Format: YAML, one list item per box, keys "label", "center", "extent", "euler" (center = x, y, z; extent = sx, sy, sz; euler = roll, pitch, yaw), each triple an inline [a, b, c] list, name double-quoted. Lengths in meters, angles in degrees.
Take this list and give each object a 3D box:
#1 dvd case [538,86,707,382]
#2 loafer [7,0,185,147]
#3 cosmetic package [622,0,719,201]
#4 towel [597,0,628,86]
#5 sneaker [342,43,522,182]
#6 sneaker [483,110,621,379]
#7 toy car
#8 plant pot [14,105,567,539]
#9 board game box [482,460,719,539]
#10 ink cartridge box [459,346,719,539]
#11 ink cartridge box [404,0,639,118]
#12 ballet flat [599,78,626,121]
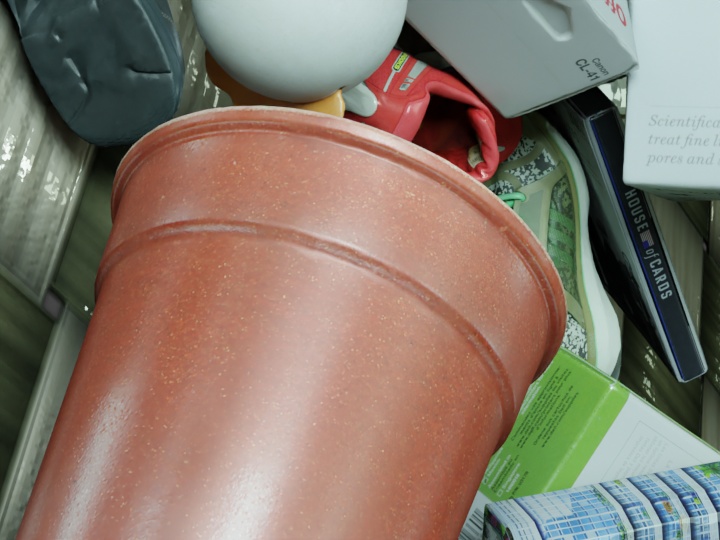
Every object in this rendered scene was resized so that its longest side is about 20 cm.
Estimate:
- label: "dvd case"
  center: [0.154, -0.044, 1.102]
  extent: [0.150, 0.025, 0.201]
  euler: [-117, -177, -59]
- label: "loafer"
  center: [-0.132, -0.152, 0.747]
  extent: [0.072, 0.072, 0.201]
  euler: [-75, 147, -74]
- label: "cosmetic package"
  center: [0.244, -0.121, 0.986]
  extent: [0.200, 0.164, 0.166]
  euler: [0, 92, -72]
- label: "towel"
  center: [0.094, -0.183, 1.064]
  extent: [0.200, 0.035, 0.132]
  euler: [43, 27, 13]
- label: "sneaker"
  center: [0.043, -0.072, 0.941]
  extent: [0.085, 0.077, 0.200]
  euler: [37, 15, 25]
- label: "sneaker"
  center: [0.092, -0.011, 1.045]
  extent: [0.088, 0.077, 0.201]
  euler: [-19, 90, -47]
- label: "toy car"
  center: [-0.034, -0.152, 0.765]
  extent: [0.184, 0.176, 0.201]
  euler: [-5, 118, -54]
- label: "plant pot"
  center: [-0.038, 0.077, 0.682]
  extent: [0.201, 0.200, 0.196]
  euler: [49, 47, -37]
- label: "board game box"
  center: [0.110, 0.207, 0.847]
  extent: [0.199, 0.062, 0.202]
  euler: [-8, 111, -26]
- label: "ink cartridge box"
  center: [0.138, 0.151, 0.922]
  extent: [0.200, 0.076, 0.148]
  euler: [33, 91, -32]
- label: "ink cartridge box"
  center: [0.066, -0.204, 0.908]
  extent: [0.147, 0.085, 0.201]
  euler: [36, 42, -50]
- label: "ballet flat"
  center: [0.189, -0.121, 1.251]
  extent: [0.200, 0.062, 0.068]
  euler: [13, 65, -56]
